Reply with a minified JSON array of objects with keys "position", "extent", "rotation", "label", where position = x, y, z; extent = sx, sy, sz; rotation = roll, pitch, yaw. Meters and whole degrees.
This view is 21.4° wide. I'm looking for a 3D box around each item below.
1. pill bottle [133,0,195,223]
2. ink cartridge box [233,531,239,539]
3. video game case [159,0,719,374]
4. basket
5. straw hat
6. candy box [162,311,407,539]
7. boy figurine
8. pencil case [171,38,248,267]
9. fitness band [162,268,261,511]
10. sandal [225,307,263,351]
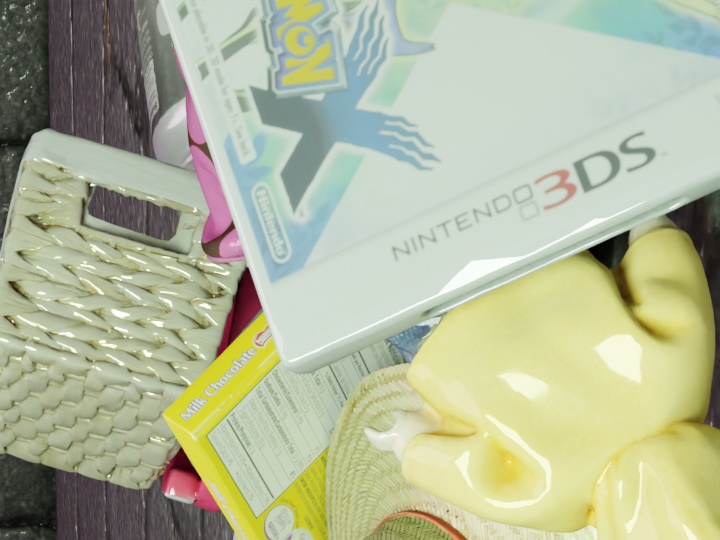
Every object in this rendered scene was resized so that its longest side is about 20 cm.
[{"position":[-0.072,-0.114,1.133],"extent":[0.114,0.113,0.202],"rotation":[111,152,-58],"label":"pill bottle"},{"position":[-0.029,0.162,0.993],"extent":[0.200,0.044,0.178],"rotation":[154,124,-73],"label":"ink cartridge box"},{"position":[0.025,-0.095,0.598],"extent":[0.022,0.181,0.202],"rotation":[23,-135,-67],"label":"video game case"},{"position":[-0.144,0.031,1.062],"extent":[0.200,0.134,0.125],"rotation":[125,159,-64],"label":"basket"},{"position":[0.021,0.143,0.707],"extent":[0.200,0.085,0.203],"rotation":[25,127,39],"label":"straw hat"},{"position":[-0.009,0.089,0.813],"extent":[0.026,0.102,0.201],"rotation":[27,154,37],"label":"candy box"},{"position":[0.065,0.029,0.610],"extent":[0.200,0.124,0.064],"rotation":[44,176,19],"label":"boy figurine"},{"position":[-0.054,-0.104,0.868],"extent":[0.094,0.090,0.202],"rotation":[-57,-44,-65],"label":"pencil case"},{"position":[-0.078,0.069,1.133],"extent":[0.200,0.037,0.145],"rotation":[171,119,-82],"label":"fitness band"},{"position":[0.000,0.001,0.823],"extent":[0.201,0.075,0.048],"rotation":[-57,-18,3],"label":"sandal"}]
